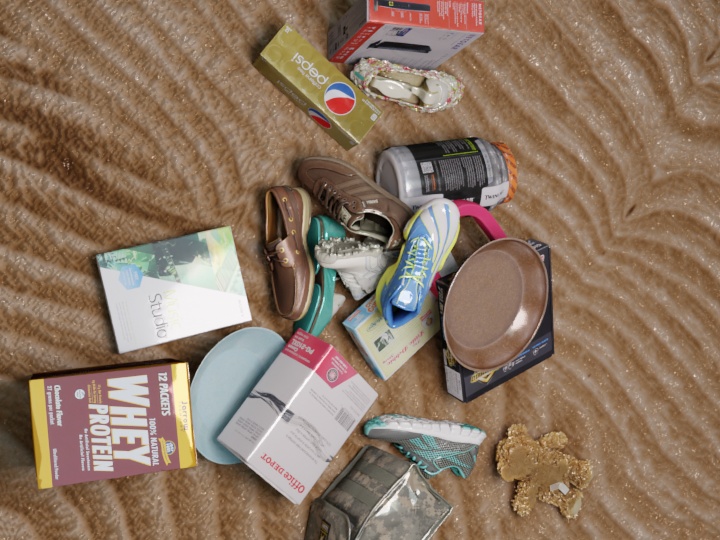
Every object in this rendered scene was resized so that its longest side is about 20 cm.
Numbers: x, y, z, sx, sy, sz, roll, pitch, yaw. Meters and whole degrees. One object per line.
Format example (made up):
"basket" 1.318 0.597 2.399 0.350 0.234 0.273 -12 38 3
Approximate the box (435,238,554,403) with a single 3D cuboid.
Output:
"box" 0.212 0.076 1.479 0.199 0.050 0.200 -22 120 -29

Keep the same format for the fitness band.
"fitness band" 0.161 -0.017 1.459 0.144 0.037 0.200 -50 129 -10

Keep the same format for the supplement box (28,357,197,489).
"supplement box" -0.331 0.195 1.273 0.196 0.200 0.134 -5 88 -18

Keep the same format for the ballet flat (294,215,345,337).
"ballet flat" -0.052 0.019 1.447 0.070 0.067 0.202 9 86 -31

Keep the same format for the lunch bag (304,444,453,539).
"lunch bag" 0.006 0.366 1.391 0.200 0.164 0.118 -46 106 -16

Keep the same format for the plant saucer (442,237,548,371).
"plant saucer" 0.189 0.047 1.399 0.199 0.037 0.202 -12 111 -32

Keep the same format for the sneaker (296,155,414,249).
"sneaker" -0.014 -0.101 1.400 0.199 0.071 0.076 28 39 9

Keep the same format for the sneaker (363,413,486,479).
"sneaker" 0.098 0.274 1.476 0.198 0.078 0.092 11 87 -15

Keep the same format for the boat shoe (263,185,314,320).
"boat shoe" -0.114 -0.027 1.414 0.067 0.072 0.202 7 78 -49

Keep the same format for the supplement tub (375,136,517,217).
"supplement tub" 0.133 -0.140 1.484 0.198 0.122 0.124 -9 90 -17

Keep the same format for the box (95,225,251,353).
"box" -0.268 0.027 1.390 0.198 0.036 0.146 -14 91 -19

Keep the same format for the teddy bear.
"teddy bear" 0.292 0.323 1.546 0.198 0.067 0.146 11 93 -23

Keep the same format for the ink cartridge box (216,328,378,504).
"ink cartridge box" -0.088 0.211 1.382 0.201 0.084 0.145 -53 133 -14

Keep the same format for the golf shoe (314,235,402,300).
"golf shoe" 0.000 0.000 1.419 0.199 0.078 0.098 -2 107 -55

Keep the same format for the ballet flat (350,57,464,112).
"ballet flat" 0.078 -0.280 1.497 0.198 0.064 0.076 5 119 -22

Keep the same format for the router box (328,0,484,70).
"router box" 0.063 -0.355 1.433 0.178 0.200 0.049 1 86 -18

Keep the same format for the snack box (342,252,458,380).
"snack box" 0.076 0.060 1.476 0.200 0.037 0.117 -41 125 -16

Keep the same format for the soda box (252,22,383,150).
"soda box" -0.065 -0.276 1.459 0.200 0.064 0.068 41 76 -11

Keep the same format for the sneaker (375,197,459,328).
"sneaker" 0.084 0.001 1.338 0.075 0.105 0.201 18 121 -12

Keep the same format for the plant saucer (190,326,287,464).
"plant saucer" -0.178 0.175 1.380 0.200 0.039 0.203 -16 113 -43
